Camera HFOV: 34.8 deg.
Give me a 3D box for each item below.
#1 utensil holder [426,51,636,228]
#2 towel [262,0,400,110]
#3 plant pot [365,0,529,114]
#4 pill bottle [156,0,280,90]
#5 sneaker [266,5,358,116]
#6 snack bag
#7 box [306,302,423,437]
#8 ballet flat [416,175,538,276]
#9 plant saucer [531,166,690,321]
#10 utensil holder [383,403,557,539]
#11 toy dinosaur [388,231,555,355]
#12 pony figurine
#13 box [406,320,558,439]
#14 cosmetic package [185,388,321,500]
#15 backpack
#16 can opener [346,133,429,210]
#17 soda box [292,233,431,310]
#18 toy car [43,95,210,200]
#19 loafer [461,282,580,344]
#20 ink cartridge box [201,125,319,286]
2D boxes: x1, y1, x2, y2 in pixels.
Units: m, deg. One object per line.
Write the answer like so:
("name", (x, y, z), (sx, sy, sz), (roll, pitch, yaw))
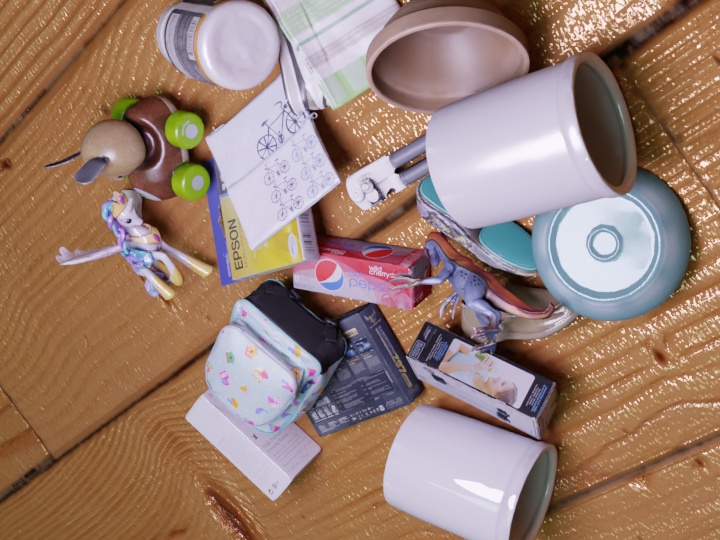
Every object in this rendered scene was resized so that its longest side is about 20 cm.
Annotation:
("utensil holder", (0.203, -0.149, 1.373), (0.200, 0.170, 0.170), (-15, 104, 35))
("towel", (-0.027, -0.329, 1.485), (0.149, 0.031, 0.200), (-32, 91, 9))
("plant pot", (0.105, -0.280, 1.404), (0.200, 0.201, 0.093), (-18, 61, 36))
("pill bottle", (-0.198, -0.311, 1.545), (0.200, 0.116, 0.117), (28, 131, 58))
("sneaker", (-0.057, -0.317, 1.542), (0.115, 0.076, 0.201), (-12, 93, 7))
("snack bag", (-0.127, -0.158, 1.613), (0.188, 0.021, 0.201), (-35, 68, 31))
("box", (-0.023, 0.153, 1.742), (0.200, 0.051, 0.158), (-27, 97, 38))
("ballet flat", (0.157, -0.052, 1.534), (0.200, 0.072, 0.072), (37, 126, 12))
("plant saucer", (0.305, -0.034, 1.423), (0.199, 0.036, 0.201), (3, 97, 23))
("utensil holder", (0.156, 0.294, 1.629), (0.199, 0.170, 0.171), (18, 121, 27))
("toy dinosaur", (0.147, 0.018, 1.524), (0.199, 0.105, 0.182), (-18, 62, 11))
("pony figurine", (-0.354, -0.044, 1.794), (0.193, 0.167, 0.200), (-8, 133, 48))
("box", (0.170, 0.152, 1.581), (0.200, 0.060, 0.117), (26, 166, 21))
("cosmetic package", (-0.173, 0.263, 1.857), (0.200, 0.102, 0.074), (42, 127, 6))
("backpack", (-0.137, 0.144, 1.689), (0.176, 0.153, 0.200), (37, 134, 10))
("can opener", (0.066, -0.145, 1.545), (0.200, 0.066, 0.053), (-29, 96, 29))
("soda box", (0.000, 0.000, 1.647), (0.199, 0.063, 0.070), (10, 117, 28))
("toy car", (-0.351, -0.161, 1.680), (0.164, 0.200, 0.158), (18, 121, 41))
("loafer", (0.211, 0.052, 1.534), (0.200, 0.076, 0.068), (-18, 108, 36))
("ink cartridge box", (-0.159, -0.090, 1.674), (0.199, 0.047, 0.198), (-15, 82, 34))
